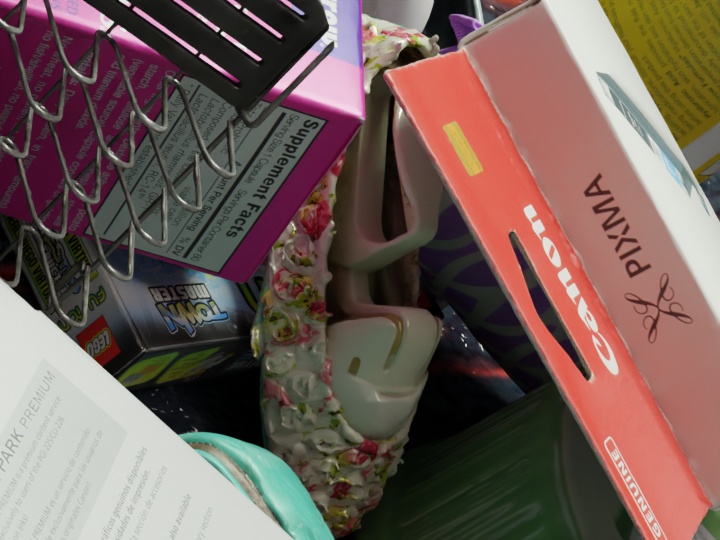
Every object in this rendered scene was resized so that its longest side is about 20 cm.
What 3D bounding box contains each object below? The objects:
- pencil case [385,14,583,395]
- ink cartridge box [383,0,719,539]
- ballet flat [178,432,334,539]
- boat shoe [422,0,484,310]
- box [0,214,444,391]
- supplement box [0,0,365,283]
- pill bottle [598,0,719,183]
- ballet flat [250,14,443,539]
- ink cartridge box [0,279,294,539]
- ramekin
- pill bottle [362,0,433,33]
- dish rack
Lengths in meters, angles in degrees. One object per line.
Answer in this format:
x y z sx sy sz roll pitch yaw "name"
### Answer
0.075 -0.005 0.953 0.200 0.086 0.084 49 -10 -30 "pencil case"
0.098 -0.005 0.840 0.200 0.045 0.176 61 20 0 "ink cartridge box"
-0.008 0.140 0.771 0.200 0.067 0.070 59 16 7 "ballet flat"
0.029 -0.071 1.030 0.070 0.071 0.201 32 39 -33 "boat shoe"
-0.055 -0.013 0.892 0.200 0.035 0.110 -5 63 -56 "box"
-0.108 -0.085 0.771 0.199 0.103 0.101 17 48 -23 "supplement box"
0.163 -0.107 1.128 0.111 0.200 0.112 35 34 -28 "pill bottle"
0.000 0.000 0.842 0.075 0.064 0.201 3 85 -47 "ballet flat"
-0.113 0.111 0.632 0.176 0.084 0.200 44 31 -15 "ink cartridge box"
0.100 0.135 0.888 0.200 0.098 0.200 35 34 -28 "ramekin"
-0.017 -0.179 1.042 0.112 0.112 0.200 38 33 -23 "pill bottle"
-0.110 -0.043 0.691 0.153 0.200 0.055 33 24 -31 "dish rack"
